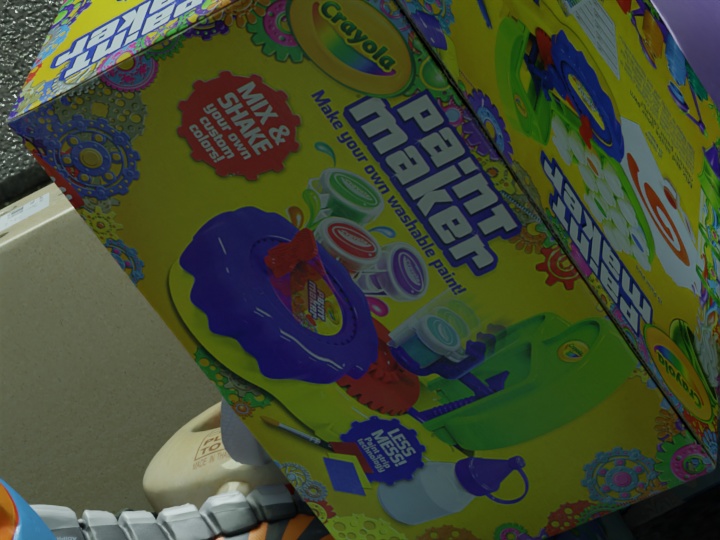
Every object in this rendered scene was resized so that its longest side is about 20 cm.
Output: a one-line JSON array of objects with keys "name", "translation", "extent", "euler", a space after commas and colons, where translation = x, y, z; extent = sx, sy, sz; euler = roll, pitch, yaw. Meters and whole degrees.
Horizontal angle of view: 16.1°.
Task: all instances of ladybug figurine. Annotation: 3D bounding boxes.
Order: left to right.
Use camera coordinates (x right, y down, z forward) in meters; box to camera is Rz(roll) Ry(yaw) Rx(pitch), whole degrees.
[{"name": "ladybug figurine", "translation": [-0.021, 0.085, 1.118], "extent": [0.135, 0.072, 0.200], "euler": [-18, 6, 23]}]

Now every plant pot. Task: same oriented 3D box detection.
[{"name": "plant pot", "translation": [-0.151, 0.052, 1.347], "extent": [0.200, 0.177, 0.200], "euler": [-28, 11, 1]}]

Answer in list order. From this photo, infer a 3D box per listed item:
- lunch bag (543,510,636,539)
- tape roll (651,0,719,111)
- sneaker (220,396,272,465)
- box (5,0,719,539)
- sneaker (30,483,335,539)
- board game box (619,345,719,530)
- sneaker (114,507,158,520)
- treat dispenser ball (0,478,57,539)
[{"name": "lunch bag", "translation": [0.008, 0.144, 0.813], "extent": [0.160, 0.083, 0.200], "euler": [-25, 10, 25]}, {"name": "tape roll", "translation": [0.092, -0.025, 1.034], "extent": [0.085, 0.201, 0.200], "euler": [8, -16, -41]}, {"name": "sneaker", "translation": [0.000, 0.000, 0.968], "extent": [0.088, 0.200, 0.075], "euler": [13, 34, -5]}, {"name": "box", "translation": [0.016, -0.045, 0.795], "extent": [0.122, 0.200, 0.193], "euler": [-25, 27, 24]}, {"name": "sneaker", "translation": [-0.061, 0.149, 0.986], "extent": [0.199, 0.078, 0.112], "euler": [-5, 48, -14]}, {"name": "board game box", "translation": [0.182, 0.014, 0.867], "extent": [0.199, 0.043, 0.200], "euler": [-26, -7, -30]}, {"name": "sneaker", "translation": [-0.142, 0.161, 1.108], "extent": [0.199, 0.076, 0.114], "euler": [-12, 17, 45]}, {"name": "treat dispenser ball", "translation": [-0.178, 0.141, 0.793], "extent": [0.200, 0.201, 0.201], "euler": [-26, 11, 6]}]
